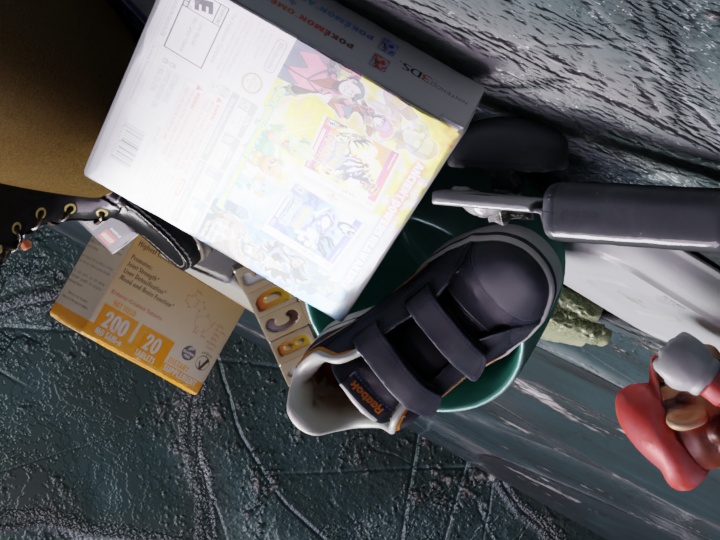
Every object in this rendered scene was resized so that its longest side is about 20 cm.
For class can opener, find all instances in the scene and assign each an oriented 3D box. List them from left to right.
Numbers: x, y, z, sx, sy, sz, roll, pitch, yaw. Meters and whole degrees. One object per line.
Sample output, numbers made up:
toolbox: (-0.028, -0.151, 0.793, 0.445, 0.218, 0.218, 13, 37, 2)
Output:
can opener: (0.125, -0.049, 1.172, 0.200, 0.067, 0.053, 5, -174, 39)

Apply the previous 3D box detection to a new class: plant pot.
plant pot: (-0.222, -0.132, 1.332, 0.200, 0.187, 0.186, 31, 172, -34)

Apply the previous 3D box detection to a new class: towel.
towel: (0.097, 0.008, 1.713, 0.200, 0.037, 0.148, 29, 172, -9)

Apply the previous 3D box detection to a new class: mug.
mug: (0.051, -0.017, 1.357, 0.152, 0.114, 0.185, 8, 127, 23)

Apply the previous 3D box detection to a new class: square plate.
square plate: (0.185, 0.008, 1.431, 0.200, 0.028, 0.198, 30, 173, -21)

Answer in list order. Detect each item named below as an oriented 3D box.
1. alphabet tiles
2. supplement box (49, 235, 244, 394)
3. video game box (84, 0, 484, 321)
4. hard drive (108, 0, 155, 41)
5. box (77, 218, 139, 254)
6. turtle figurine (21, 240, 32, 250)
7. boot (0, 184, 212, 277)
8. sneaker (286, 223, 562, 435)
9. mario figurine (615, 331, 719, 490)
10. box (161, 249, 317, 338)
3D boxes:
alphabet tiles: (0.000, 0.000, 1.561, 0.200, 0.167, 0.008, 69, 177, -55)
supplement box: (-0.148, -0.016, 1.778, 0.126, 0.200, 0.074, 31, 175, -33)
video game box: (-0.048, -0.079, 1.231, 0.182, 0.047, 0.200, 32, 140, -1)
hard drive: (-0.123, -0.121, 1.438, 0.132, 0.025, 0.200, 47, 165, -2)
box: (-0.216, -0.117, 1.529, 0.200, 0.110, 0.035, 44, 132, -15)
turtle figurine: (-0.243, -0.122, 1.650, 0.064, 0.200, 0.161, -4, 175, -24)
boot: (-0.213, -0.037, 1.439, 0.200, 0.151, 0.073, 44, 160, -10)
sneaker: (0.035, 0.046, 1.283, 0.078, 0.079, 0.200, 48, 130, -10)
mario figurine: (0.257, 0.072, 1.363, 0.200, 0.106, 0.124, -6, 119, 27)
box: (-0.049, -0.005, 1.626, 0.078, 0.095, 0.200, 20, 170, 39)
